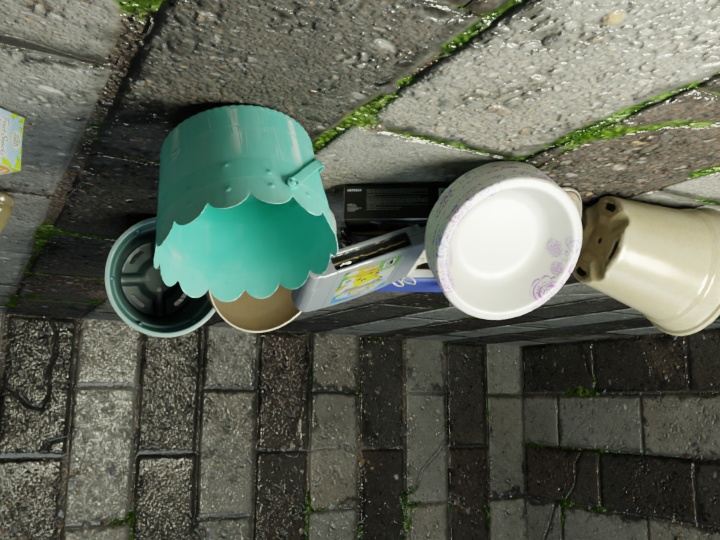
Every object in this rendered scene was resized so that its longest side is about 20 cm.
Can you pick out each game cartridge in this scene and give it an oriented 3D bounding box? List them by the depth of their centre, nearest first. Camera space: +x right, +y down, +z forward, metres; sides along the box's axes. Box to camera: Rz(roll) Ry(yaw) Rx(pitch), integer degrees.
[{"bbox_3d":[0.000,0.000,1.033,0.198,0.041,0.134,-19,164,-22],"label":"game cartridge"}]

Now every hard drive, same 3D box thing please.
[{"bbox_3d":[0.109,0.020,1.352,0.196,0.026,0.132,0,169,0],"label":"hard drive"}]

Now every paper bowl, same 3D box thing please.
[{"bbox_3d":[0.181,-0.046,0.947,0.197,0.203,0.105,3,-154,-13],"label":"paper bowl"}]

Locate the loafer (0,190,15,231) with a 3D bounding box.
[{"bbox_3d":[-0.613,-0.090,1.040,0.197,0.069,0.076,3,169,-15],"label":"loafer"}]

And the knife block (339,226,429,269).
[{"bbox_3d":[0.055,-0.039,1.285,0.197,0.065,0.176,2,170,-9],"label":"knife block"}]

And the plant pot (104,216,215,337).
[{"bbox_3d":[-0.357,0.013,1.289,0.197,0.204,0.196,5,177,-21],"label":"plant pot"}]

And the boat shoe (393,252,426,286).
[{"bbox_3d":[0.069,-0.012,1.196,0.074,0.088,0.201,9,-162,33],"label":"boat shoe"}]

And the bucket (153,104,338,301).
[{"bbox_3d":[-0.128,-0.071,0.788,0.204,0.137,0.208,-8,153,-4],"label":"bucket"}]

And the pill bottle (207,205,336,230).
[{"bbox_3d":[-0.137,-0.070,0.975,0.110,0.113,0.199,-10,156,44],"label":"pill bottle"}]

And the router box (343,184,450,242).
[{"bbox_3d":[0.078,-0.083,1.077,0.197,0.053,0.157,0,170,4],"label":"router box"}]

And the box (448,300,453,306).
[{"bbox_3d":[0.196,-0.021,1.172,0.037,0.139,0.200,1,169,-15],"label":"box"}]

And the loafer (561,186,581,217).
[{"bbox_3d":[0.289,-0.036,1.079,0.071,0.064,0.201,5,142,-1],"label":"loafer"}]

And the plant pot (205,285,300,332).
[{"bbox_3d":[-0.174,-0.021,1.127,0.198,0.203,0.134,9,-169,-38],"label":"plant pot"}]

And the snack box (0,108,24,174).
[{"bbox_3d":[-0.483,-0.146,0.733,0.166,0.069,0.199,-6,170,27],"label":"snack box"}]

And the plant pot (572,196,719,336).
[{"bbox_3d":[0.425,-0.023,1.078,0.181,0.204,0.200,16,165,-17],"label":"plant pot"}]
